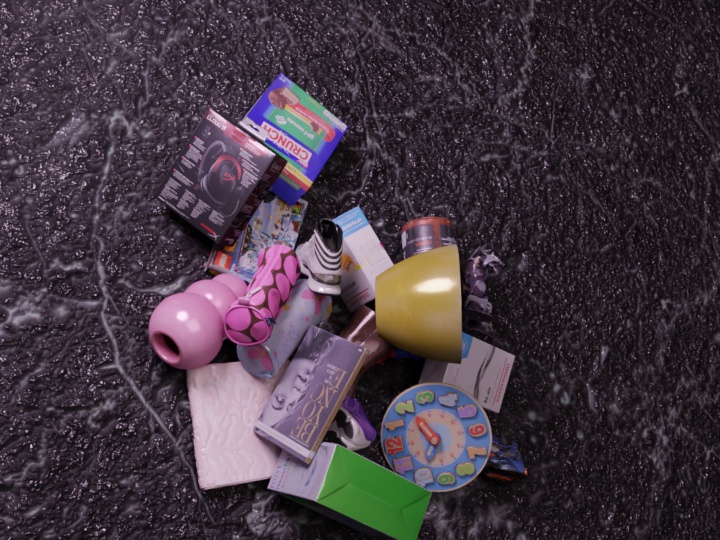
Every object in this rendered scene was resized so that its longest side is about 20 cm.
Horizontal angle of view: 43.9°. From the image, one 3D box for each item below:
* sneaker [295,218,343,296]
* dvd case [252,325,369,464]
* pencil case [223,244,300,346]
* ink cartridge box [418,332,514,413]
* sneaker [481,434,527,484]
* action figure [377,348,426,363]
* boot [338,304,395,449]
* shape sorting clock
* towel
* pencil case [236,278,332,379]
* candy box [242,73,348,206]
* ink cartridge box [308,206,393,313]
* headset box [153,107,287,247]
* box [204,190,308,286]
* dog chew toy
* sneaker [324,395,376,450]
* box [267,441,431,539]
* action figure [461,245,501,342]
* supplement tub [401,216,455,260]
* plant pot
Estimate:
[{"bbox_3d":[-0.064,-0.040,1.562,0.075,0.201,0.117,7,107,-19],"label":"sneaker"},{"bbox_3d":[-0.082,0.195,1.441,0.016,0.148,0.201,37,77,-40],"label":"dvd case"},{"bbox_3d":[-0.157,0.033,1.470,0.201,0.090,0.094,-71,154,-56],"label":"pencil case"},{"bbox_3d":[0.214,0.191,1.670,0.199,0.066,0.117,24,79,-34],"label":"ink cartridge box"},{"bbox_3d":[0.218,0.340,1.668,0.198,0.075,0.079,21,48,-23],"label":"sneaker"},{"bbox_3d":[0.071,0.126,1.658,0.198,0.065,0.100,-1,86,-29],"label":"action figure"},{"bbox_3d":[0.012,0.182,1.569,0.186,0.064,0.200,45,75,3],"label":"boot"},{"bbox_3d":[0.133,0.297,1.583,0.201,0.199,0.039,53,15,-1],"label":"shape sorting clock"},{"bbox_3d":[-0.191,0.251,1.495,0.189,0.032,0.202,-2,74,-30],"label":"towel"},{"bbox_3d":[-0.128,0.098,1.535,0.200,0.082,0.091,-46,127,-45],"label":"pencil case"},{"bbox_3d":[-0.137,-0.244,1.655,0.169,0.077,0.201,37,48,-10],"label":"candy box"},{"bbox_3d":[0.000,0.000,1.638,0.068,0.115,0.201,-30,87,-32],"label":"ink cartridge box"},{"bbox_3d":[-0.230,-0.165,1.516,0.148,0.075,0.201,35,95,12],"label":"headset box"},{"bbox_3d":[-0.185,-0.062,1.607,0.136,0.040,0.202,26,62,-19],"label":"box"},{"bbox_3d":[-0.256,0.074,1.478,0.125,0.124,0.200,50,43,-4],"label":"dog chew toy"},{"bbox_3d":[-0.048,0.224,1.492,0.083,0.081,0.200,8,35,-50],"label":"sneaker"},{"bbox_3d":[-0.019,0.353,1.444,0.199,0.176,0.097,32,69,-26],"label":"box"},{"bbox_3d":[0.227,0.039,1.719,0.069,0.131,0.201,9,42,-2],"label":"action figure"},{"bbox_3d":[0.136,0.005,1.715,0.106,0.107,0.202,6,69,-26],"label":"supplement tub"},{"bbox_3d":[0.097,0.059,1.519,0.140,0.200,0.202,-2,70,4],"label":"plant pot"}]
